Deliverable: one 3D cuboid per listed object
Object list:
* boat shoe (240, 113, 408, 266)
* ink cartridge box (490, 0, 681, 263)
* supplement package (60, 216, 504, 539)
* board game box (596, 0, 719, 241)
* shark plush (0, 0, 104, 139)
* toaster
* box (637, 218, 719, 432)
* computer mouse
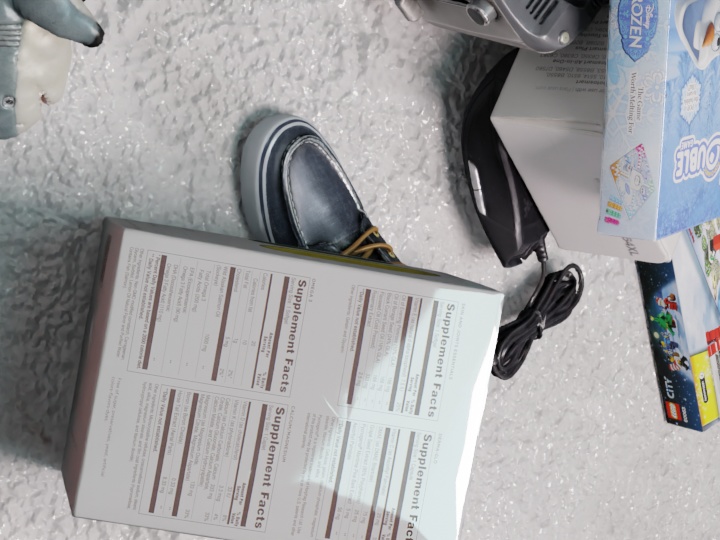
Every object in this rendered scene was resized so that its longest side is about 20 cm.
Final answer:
[{"bbox_3d":[0.000,0.000,1.271,0.071,0.091,0.201,-36,119,-30],"label":"boat shoe"},{"bbox_3d":[0.171,-0.127,1.360,0.200,0.084,0.146,-65,144,-26],"label":"ink cartridge box"},{"bbox_3d":[-0.047,0.062,1.152,0.200,0.152,0.151,10,92,-11],"label":"supplement package"},{"bbox_3d":[0.208,-0.132,1.295,0.200,0.043,0.200,-19,114,-55],"label":"board game box"},{"bbox_3d":[-0.206,-0.159,1.085,0.083,0.091,0.200,-34,129,4],"label":"shark plush"},{"bbox_3d":[0.100,-0.224,1.290,0.200,0.129,0.114,-54,128,-19],"label":"toaster"},{"bbox_3d":[0.258,-0.004,1.528,0.136,0.038,0.200,-27,115,-34],"label":"box"},{"bbox_3d":[0.082,-0.032,1.358,0.140,0.046,0.200,-47,133,-44],"label":"computer mouse"}]
